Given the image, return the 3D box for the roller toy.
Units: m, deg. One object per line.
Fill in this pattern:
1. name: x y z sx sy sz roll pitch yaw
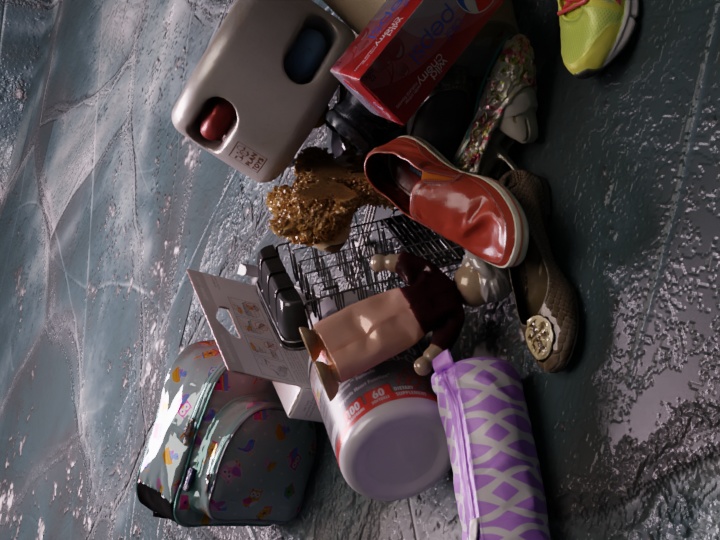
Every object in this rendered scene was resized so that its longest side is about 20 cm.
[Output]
1. roller toy: -0.093 -0.187 1.248 0.201 0.139 0.183 -56 10 13

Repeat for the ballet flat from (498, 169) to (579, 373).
1. ballet flat: 0.146 -0.004 1.072 0.067 0.046 0.202 -43 43 46

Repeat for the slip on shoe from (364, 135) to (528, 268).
1. slip on shoe: 0.074 -0.059 1.093 0.200 0.061 0.075 40 133 41

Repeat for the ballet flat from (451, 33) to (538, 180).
1. ballet flat: 0.129 -0.117 1.151 0.064 0.075 0.202 34 115 27

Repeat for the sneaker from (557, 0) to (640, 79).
1. sneaker: 0.188 -0.265 1.069 0.078 0.089 0.203 -13 67 56

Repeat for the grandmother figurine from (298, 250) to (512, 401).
1. grandmother figurine: 0.045 0.036 1.113 0.061 0.198 0.122 88 158 -77

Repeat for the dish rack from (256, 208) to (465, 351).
1. dish rack: 0.000 0.000 1.209 0.154 0.198 0.055 -123 20 -60

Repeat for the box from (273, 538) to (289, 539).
1. box: -0.064 0.403 1.195 0.197 0.116 0.201 -54 34 34

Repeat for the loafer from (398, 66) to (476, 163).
1. loafer: 0.076 -0.125 1.185 0.200 0.072 0.073 94 171 -68

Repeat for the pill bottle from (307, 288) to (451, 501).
1. pill bottle: 0.013 0.112 1.183 0.117 0.115 0.201 -61 29 24

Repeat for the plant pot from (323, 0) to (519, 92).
1. plant pot: 0.069 -0.271 1.221 0.188 0.186 0.201 -55 50 33

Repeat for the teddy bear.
1. teddy bear: -0.028 -0.073 1.235 0.200 0.143 0.068 -115 20 -65

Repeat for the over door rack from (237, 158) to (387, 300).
1. over door rack: -0.034 -0.040 1.372 0.199 0.066 0.150 19 95 41

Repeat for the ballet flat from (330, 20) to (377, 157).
1. ballet flat: 0.004 -0.213 1.390 0.073 0.072 0.203 -3 79 60

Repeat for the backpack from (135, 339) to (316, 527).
1. backpack: -0.140 0.182 1.372 0.152 0.175 0.203 6 84 45

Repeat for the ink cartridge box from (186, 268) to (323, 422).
1. ink cartridge box: -0.093 0.081 1.326 0.045 0.174 0.200 -65 30 22

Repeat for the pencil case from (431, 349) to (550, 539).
1. pencil case: 0.106 0.170 1.028 0.084 0.085 0.202 -44 41 41

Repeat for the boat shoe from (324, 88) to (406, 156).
1. boat shoe: 0.013 -0.162 1.250 0.091 0.071 0.200 -49 -9 3

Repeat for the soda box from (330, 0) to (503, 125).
1. soda box: 0.067 -0.227 1.087 0.201 0.063 0.070 -51 29 -3
